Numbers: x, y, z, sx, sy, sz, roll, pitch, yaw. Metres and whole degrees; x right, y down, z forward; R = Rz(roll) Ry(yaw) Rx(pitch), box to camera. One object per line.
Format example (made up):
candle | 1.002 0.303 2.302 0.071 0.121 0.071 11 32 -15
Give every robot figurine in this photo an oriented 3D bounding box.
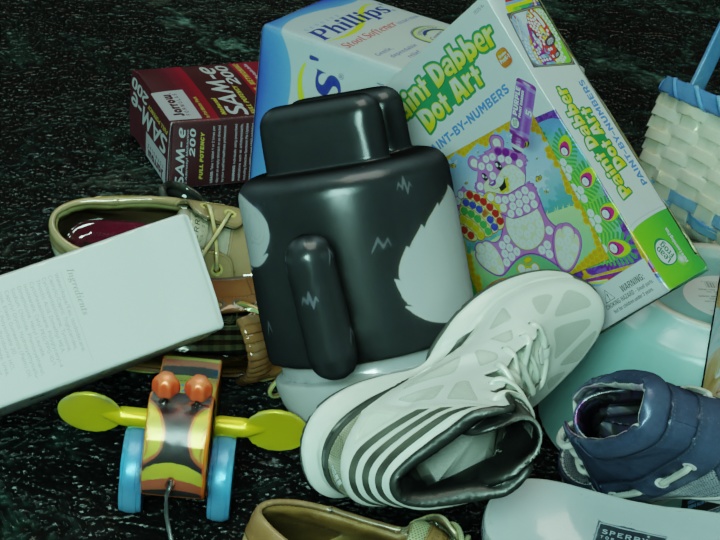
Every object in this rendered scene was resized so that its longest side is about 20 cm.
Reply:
robot figurine | 0.002 0.000 1.004 0.150 0.200 0.125 -15 9 -31

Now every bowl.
bowl | 0.215 0.054 1.101 0.200 0.105 0.201 4 28 -2

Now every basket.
basket | 0.301 -0.104 1.304 0.139 0.200 0.176 17 15 -43

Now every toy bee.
toy bee | -0.090 0.091 0.966 0.131 0.109 0.200 -4 30 -22

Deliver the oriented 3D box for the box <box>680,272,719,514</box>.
box | 0.256 0.062 0.993 0.117 0.060 0.200 21 66 -13

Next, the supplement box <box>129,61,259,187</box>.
supplement box | -0.073 -0.121 1.413 0.200 0.061 0.109 -7 31 -22

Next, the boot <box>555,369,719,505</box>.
boot | 0.139 0.086 0.955 0.090 0.073 0.200 23 -18 -19

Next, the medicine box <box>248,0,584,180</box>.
medicine box | 0.032 -0.070 1.209 0.200 0.182 0.103 21 31 26

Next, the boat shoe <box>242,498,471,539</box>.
boat shoe | 0.030 0.163 0.889 0.200 0.074 0.076 10 28 7

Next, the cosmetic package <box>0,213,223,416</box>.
cosmetic package | -0.184 0.038 0.994 0.200 0.074 0.102 -19 -3 -15

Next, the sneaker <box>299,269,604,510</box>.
sneaker | 0.077 0.070 0.918 0.200 0.076 0.115 -31 25 -28

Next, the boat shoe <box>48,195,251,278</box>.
boat shoe | -0.109 -0.011 1.151 0.200 0.066 0.074 1 65 11

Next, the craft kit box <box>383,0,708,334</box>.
craft kit box | 0.082 -0.039 1.062 0.048 0.200 0.198 -23 80 -39

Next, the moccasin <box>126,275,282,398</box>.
moccasin | -0.065 0.041 1.102 0.201 0.074 0.078 8 37 -4

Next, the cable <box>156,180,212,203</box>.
cable | -0.098 -0.002 1.223 0.200 0.050 0.097 28 35 16

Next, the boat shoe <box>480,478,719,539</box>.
boat shoe | 0.158 0.168 0.919 0.200 0.066 0.072 11 50 15
